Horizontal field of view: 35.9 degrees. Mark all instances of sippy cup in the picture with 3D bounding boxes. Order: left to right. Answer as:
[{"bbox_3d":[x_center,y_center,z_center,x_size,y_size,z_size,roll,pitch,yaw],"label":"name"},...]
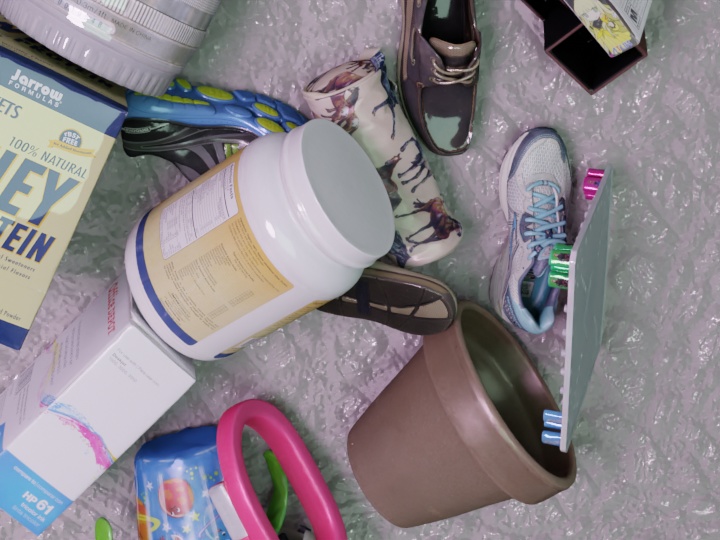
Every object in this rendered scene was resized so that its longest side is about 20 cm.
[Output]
[{"bbox_3d":[-0.158,0.225,1.062,0.137,0.178,0.133,-6,100,19],"label":"sippy cup"}]

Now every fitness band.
[{"bbox_3d":[-0.074,0.217,1.036,0.037,0.143,0.202,-26,94,24],"label":"fitness band"}]

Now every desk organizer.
[{"bbox_3d":[0.165,-0.251,0.970,0.199,0.078,0.071,35,131,-27],"label":"desk organizer"}]

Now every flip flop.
[{"bbox_3d":[0.000,0.000,1.025,0.197,0.058,0.082,16,137,17],"label":"flip flop"}]

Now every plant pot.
[{"bbox_3d":[0.086,0.160,1.073,0.174,0.201,0.200,-36,114,20],"label":"plant pot"}]

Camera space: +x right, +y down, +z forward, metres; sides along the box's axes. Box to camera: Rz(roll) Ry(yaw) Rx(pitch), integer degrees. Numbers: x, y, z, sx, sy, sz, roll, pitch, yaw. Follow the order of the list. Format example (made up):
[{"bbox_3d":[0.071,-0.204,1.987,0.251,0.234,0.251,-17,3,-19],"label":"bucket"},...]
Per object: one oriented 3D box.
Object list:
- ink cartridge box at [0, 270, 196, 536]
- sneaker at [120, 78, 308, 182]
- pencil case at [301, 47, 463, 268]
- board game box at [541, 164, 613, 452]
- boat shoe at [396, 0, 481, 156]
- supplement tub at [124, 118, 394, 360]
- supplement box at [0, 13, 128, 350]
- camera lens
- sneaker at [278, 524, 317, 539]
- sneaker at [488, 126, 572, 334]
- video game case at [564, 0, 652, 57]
[{"bbox_3d":[-0.244,0.111,0.988,0.200,0.145,0.085,-45,112,5],"label":"ink cartridge box"},{"bbox_3d":[-0.119,-0.113,0.991,0.196,0.071,0.083,11,128,-19],"label":"sneaker"},{"bbox_3d":[0.026,-0.098,1.015,0.089,0.077,0.202,-37,114,-22],"label":"pencil case"},{"bbox_3d":[0.203,0.030,1.034,0.025,0.200,0.203,7,120,19],"label":"board game box"},{"bbox_3d":[0.071,-0.197,0.994,0.073,0.073,0.203,-13,111,-8],"label":"boat shoe"},{"bbox_3d":[-0.083,-0.025,0.929,0.198,0.145,0.145,-28,115,28],"label":"supplement tub"},{"bbox_3d":[-0.287,-0.083,0.883,0.133,0.200,0.202,24,101,-20],"label":"supplement box"},{"bbox_3d":[-0.173,-0.261,0.862,0.158,0.160,0.202,26,101,-19],"label":"camera lens"},{"bbox_3d":[-0.080,0.334,1.142,0.078,0.131,0.201,18,141,2],"label":"sneaker"},{"bbox_3d":[0.177,-0.034,1.067,0.076,0.086,0.204,-2,109,-12],"label":"sneaker"},{"bbox_3d":[0.192,-0.310,0.936,0.181,0.202,0.036,43,140,-23],"label":"video game case"}]
